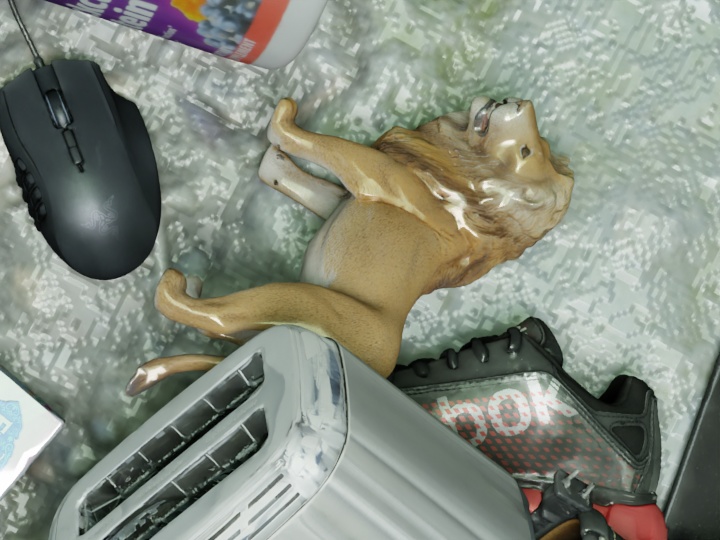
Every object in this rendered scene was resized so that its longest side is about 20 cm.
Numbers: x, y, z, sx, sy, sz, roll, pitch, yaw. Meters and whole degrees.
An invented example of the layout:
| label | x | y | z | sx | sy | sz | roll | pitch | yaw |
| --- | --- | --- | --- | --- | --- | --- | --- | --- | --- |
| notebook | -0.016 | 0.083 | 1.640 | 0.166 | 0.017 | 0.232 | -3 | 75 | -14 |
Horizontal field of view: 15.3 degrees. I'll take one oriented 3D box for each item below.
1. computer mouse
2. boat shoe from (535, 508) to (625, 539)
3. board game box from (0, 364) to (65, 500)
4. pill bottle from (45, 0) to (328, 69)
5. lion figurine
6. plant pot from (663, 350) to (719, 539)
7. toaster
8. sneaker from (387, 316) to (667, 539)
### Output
| label | x | y | z | sx | sy | sz | roll | pitch | yaw |
| --- | --- | --- | --- | --- | --- | --- | --- | --- | --- |
| computer mouse | -0.132 | -0.092 | 1.098 | 0.058 | 0.034 | 0.201 | -23 | 89 | -6 |
| boat shoe | 0.029 | 0.167 | 1.048 | 0.200 | 0.072 | 0.068 | -38 | 124 | 8 |
| board game box | -0.256 | 0.073 | 1.070 | 0.199 | 0.043 | 0.200 | 41 | 84 | -1 |
| pill bottle | -0.107 | -0.158 | 1.052 | 0.199 | 0.111 | 0.112 | 16 | 85 | -14 |
| lion figurine | 0.000 | 0.000 | 1.062 | 0.122 | 0.073 | 0.200 | 27 | 55 | 5 |
| plant pot | 0.259 | 0.056 | 1.060 | 0.177 | 0.199 | 0.201 | 21 | 85 | -16 |
| toaster | -0.025 | 0.110 | 0.988 | 0.200 | 0.114 | 0.129 | -39 | 118 | 20 |
| sneaker | 0.033 | 0.061 | 1.088 | 0.200 | 0.071 | 0.098 | 12 | 86 | -7 |
